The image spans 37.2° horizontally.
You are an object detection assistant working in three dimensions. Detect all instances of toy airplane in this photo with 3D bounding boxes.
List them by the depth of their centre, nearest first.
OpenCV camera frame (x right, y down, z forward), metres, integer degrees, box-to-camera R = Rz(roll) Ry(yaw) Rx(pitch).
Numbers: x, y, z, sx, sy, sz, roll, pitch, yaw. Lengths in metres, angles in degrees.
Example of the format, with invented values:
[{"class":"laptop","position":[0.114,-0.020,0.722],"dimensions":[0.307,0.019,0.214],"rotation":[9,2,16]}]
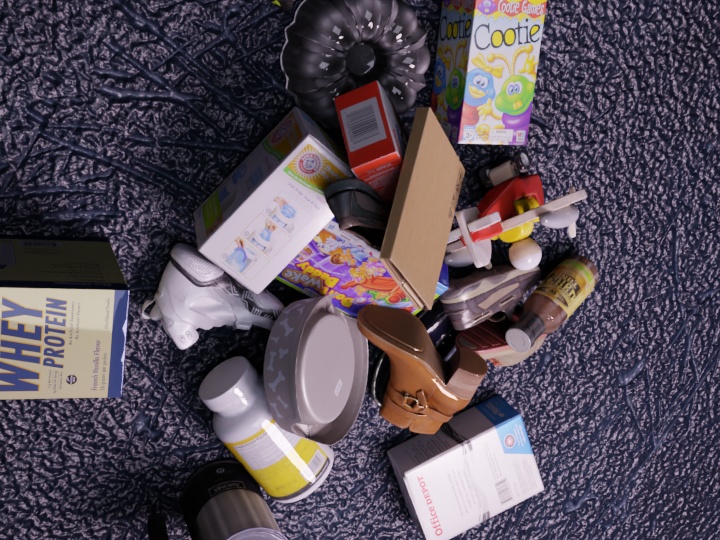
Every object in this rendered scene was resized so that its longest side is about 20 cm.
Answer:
[{"class":"toy airplane","position":[0.195,-0.055,1.439],"dimensions":[0.199,0.200,0.141],"rotation":[-35,104,-5]}]

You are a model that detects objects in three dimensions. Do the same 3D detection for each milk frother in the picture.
[{"class":"milk frother","position":[-0.183,0.400,1.463],"dimensions":[0.180,0.188,0.200],"rotation":[-26,115,-9]}]

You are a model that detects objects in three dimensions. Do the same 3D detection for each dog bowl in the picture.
[{"class":"dog bowl","position":[-0.059,0.128,1.408],"dimensions":[0.200,0.058,0.201],"rotation":[-10,101,-62]}]

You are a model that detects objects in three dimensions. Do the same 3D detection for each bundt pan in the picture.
[{"class":"bundt pan","position":[0.003,-0.268,1.364],"dimensions":[0.201,0.076,0.203],"rotation":[-7,111,-19]}]

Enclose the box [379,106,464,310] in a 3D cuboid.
[{"class":"box","position":[0.077,-0.073,1.299],"dimensions":[0.164,0.021,0.201],"rotation":[49,52,-59]}]

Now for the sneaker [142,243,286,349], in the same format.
[{"class":"sneaker","position":[-0.187,0.057,1.409],"dimensions":[0.200,0.075,0.115],"rotation":[33,96,-22]}]

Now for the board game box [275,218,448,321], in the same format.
[{"class":"board game box","position":[0.000,0.000,1.436],"dimensions":[0.200,0.045,0.134],"rotation":[29,130,-26]}]

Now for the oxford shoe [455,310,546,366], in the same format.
[{"class":"oxford shoe","position":[0.204,0.113,1.543],"dimensions":[0.200,0.070,0.075],"rotation":[-8,125,-43]}]

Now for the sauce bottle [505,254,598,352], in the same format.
[{"class":"sauce bottle","position":[0.273,0.049,1.527],"dimensions":[0.200,0.065,0.065],"rotation":[-42,123,-42]}]

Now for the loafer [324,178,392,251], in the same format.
[{"class":"loafer","position":[0.024,-0.047,1.317],"dimensions":[0.072,0.063,0.200],"rotation":[-24,149,27]}]

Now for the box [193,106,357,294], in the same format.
[{"class":"box","position":[-0.105,-0.090,1.347],"dimensions":[0.200,0.113,0.101],"rotation":[-44,118,12]}]

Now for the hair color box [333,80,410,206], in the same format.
[{"class":"hair color box","position":[0.039,-0.134,1.349],"dimensions":[0.064,0.111,0.200],"rotation":[-20,152,11]}]

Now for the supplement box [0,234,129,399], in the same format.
[{"class":"supplement box","position":[-0.386,0.050,1.259],"dimensions":[0.199,0.200,0.135],"rotation":[1,108,-20]}]

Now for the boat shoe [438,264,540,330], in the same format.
[{"class":"boat shoe","position":[0.183,0.037,1.509],"dimensions":[0.200,0.074,0.074],"rotation":[-16,101,-41]}]

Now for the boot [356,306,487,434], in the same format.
[{"class":"boot","position":[0.060,0.142,1.481],"dimensions":[0.200,0.077,0.155],"rotation":[23,131,-12]}]

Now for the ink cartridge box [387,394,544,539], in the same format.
[{"class":"ink cartridge box","position":[0.157,0.301,1.613],"dimensions":[0.200,0.084,0.146],"rotation":[-24,114,-10]}]

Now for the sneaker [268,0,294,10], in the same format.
[{"class":"sneaker","position":[-0.115,-0.353,1.290],"dimensions":[0.199,0.074,0.088],"rotation":[-19,107,-19]}]

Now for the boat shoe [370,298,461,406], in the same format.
[{"class":"boat shoe","position":[0.088,0.118,1.537],"dimensions":[0.075,0.062,0.200],"rotation":[38,94,-29]}]

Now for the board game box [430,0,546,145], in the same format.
[{"class":"board game box","position":[0.165,-0.274,1.405],"dimensions":[0.105,0.103,0.201],"rotation":[-1,109,-20]}]

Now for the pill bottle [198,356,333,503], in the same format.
[{"class":"pill bottle","position":[-0.131,0.215,1.461],"dimensions":[0.112,0.112,0.200],"rotation":[-37,116,-5]}]
